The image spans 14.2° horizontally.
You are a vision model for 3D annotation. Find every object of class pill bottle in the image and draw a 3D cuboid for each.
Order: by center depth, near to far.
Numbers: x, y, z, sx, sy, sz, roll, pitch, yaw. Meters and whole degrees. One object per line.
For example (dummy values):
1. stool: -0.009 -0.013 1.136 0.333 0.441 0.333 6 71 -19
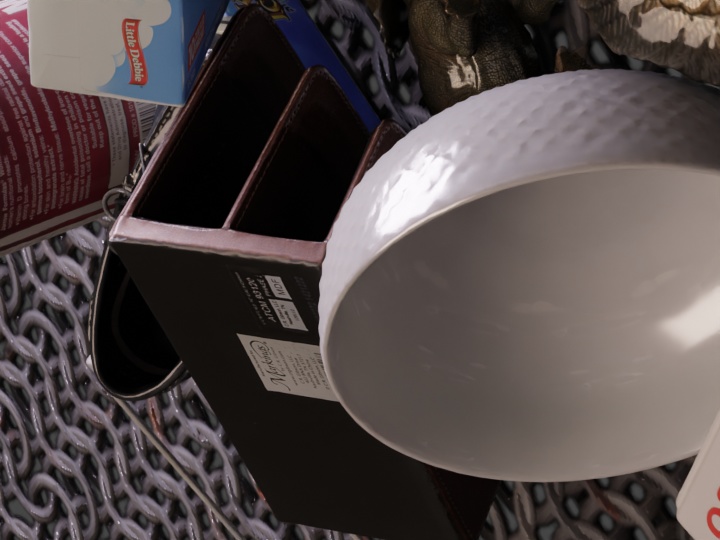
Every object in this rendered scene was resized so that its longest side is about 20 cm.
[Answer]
1. pill bottle: -0.176 -0.059 1.307 0.109 0.199 0.110 31 132 42

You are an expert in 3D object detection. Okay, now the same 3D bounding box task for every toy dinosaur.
1. toy dinosaur: 0.054 -0.074 1.187 0.201 0.077 0.102 62 160 -2

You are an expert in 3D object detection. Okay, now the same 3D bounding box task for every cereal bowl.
1. cereal bowl: 0.082 -0.008 1.083 0.200 0.199 0.084 114 158 -48

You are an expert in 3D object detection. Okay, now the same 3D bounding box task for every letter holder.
1. letter holder: 0.000 0.000 1.218 0.100 0.143 0.200 7 145 29

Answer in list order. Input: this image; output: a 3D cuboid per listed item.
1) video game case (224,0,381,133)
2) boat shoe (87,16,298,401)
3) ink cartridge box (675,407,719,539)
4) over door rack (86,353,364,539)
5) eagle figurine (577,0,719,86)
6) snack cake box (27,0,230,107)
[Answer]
1. video game case: -0.087 -0.091 1.386 0.200 0.045 0.181 57 147 16
2. boat shoe: -0.076 -0.022 1.288 0.074 0.062 0.201 27 125 7
3. ink cartridge box: 0.221 0.100 1.018 0.200 0.084 0.146 49 142 26
4. over door rack: -0.055 0.123 1.411 0.147 0.067 0.201 8 130 53
5. eagle figurine: 0.112 -0.144 0.998 0.200 0.151 0.152 35 115 47
6. snack cake box: -0.083 -0.169 1.200 0.067 0.200 0.116 8 124 6
